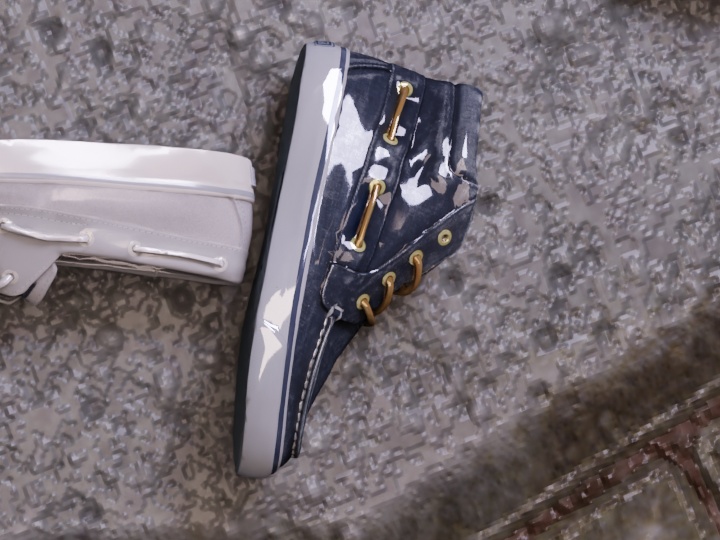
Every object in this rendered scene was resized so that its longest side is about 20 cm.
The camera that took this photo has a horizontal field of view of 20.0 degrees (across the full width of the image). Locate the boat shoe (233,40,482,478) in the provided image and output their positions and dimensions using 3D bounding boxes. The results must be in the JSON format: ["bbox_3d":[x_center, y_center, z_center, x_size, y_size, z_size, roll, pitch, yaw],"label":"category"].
[{"bbox_3d":[0.000,0.000,0.916,0.090,0.071,0.201,12,81,-7],"label":"boat shoe"}]

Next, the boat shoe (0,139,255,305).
[{"bbox_3d":[-0.144,-0.019,0.894,0.199,0.072,0.069,1,85,-21],"label":"boat shoe"}]
